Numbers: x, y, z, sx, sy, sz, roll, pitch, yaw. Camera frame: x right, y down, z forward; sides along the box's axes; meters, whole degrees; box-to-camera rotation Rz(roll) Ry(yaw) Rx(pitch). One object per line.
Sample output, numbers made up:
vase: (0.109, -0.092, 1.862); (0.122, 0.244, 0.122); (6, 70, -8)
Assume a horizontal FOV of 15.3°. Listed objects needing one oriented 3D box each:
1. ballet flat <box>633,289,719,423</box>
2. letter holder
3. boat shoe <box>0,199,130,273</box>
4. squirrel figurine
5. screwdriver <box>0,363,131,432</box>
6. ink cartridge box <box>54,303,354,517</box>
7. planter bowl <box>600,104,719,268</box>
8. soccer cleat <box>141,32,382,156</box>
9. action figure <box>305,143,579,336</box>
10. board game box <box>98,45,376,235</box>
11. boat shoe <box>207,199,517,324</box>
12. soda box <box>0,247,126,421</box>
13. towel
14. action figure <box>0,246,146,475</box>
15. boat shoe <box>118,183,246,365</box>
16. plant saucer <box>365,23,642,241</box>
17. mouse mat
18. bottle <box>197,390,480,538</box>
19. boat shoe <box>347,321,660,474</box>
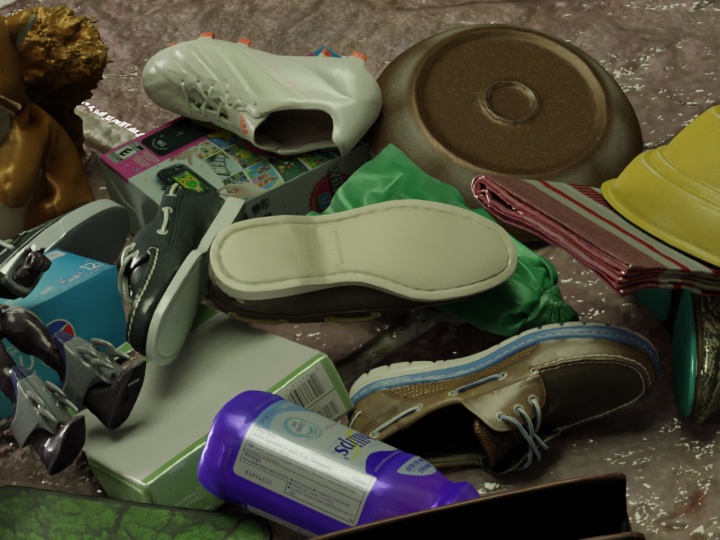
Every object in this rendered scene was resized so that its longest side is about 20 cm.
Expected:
ballet flat: (0.221, 0.027, 1.712); (0.075, 0.068, 0.200); (1, 30, -11)
letter holder: (0.057, 0.174, 1.446); (0.200, 0.142, 0.101); (-13, 65, 0)
boat shoe: (-0.251, 0.007, 1.885); (0.068, 0.074, 0.199); (33, 63, 30)
squirrel figurine: (-0.266, -0.121, 1.972); (0.141, 0.187, 0.200); (0, 35, 19)
screwdriver: (-0.234, 0.099, 1.784); (0.200, 0.029, 0.028); (-30, 29, -23)
ink cartridge box: (-0.113, 0.090, 1.724); (0.146, 0.048, 0.200); (-36, 23, -18)
planter bowl: (0.261, -0.054, 1.706); (0.200, 0.084, 0.200); (18, 16, -5)
soccer cleat: (-0.079, -0.122, 1.912); (0.200, 0.069, 0.078); (6, 54, 30)
action figure: (0.063, -0.003, 1.798); (0.200, 0.055, 0.118); (28, 65, 30)
board game box: (-0.067, -0.075, 1.953); (0.200, 0.064, 0.148); (-27, 36, -21)
boat shoe: (0.000, 0.000, 1.743); (0.200, 0.060, 0.072); (-4, 64, -9)
soda box: (-0.249, 0.057, 1.784); (0.064, 0.068, 0.200); (15, 33, 42)
towel: (0.183, -0.018, 1.685); (0.200, 0.023, 0.144); (4, 22, -43)
action figure: (-0.231, 0.035, 1.701); (0.200, 0.069, 0.130); (38, 51, 21)
boat shoe: (-0.129, 0.001, 1.759); (0.060, 0.076, 0.200); (17, 22, 5)
plant saucer: (0.104, -0.109, 1.899); (0.200, 0.037, 0.200); (4, 51, -5)
mouse mat: (-0.161, 0.204, 1.579); (0.200, 0.008, 0.161); (4, 56, 25)
bottle: (0.006, 0.135, 1.575); (0.200, 0.065, 0.084); (23, 13, 14)
boat shoe: (0.089, 0.090, 1.661); (0.200, 0.072, 0.072); (-15, 37, 15)
